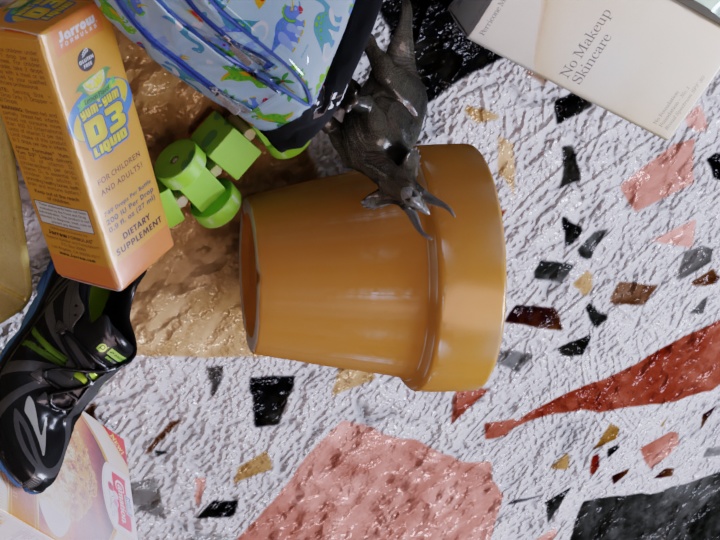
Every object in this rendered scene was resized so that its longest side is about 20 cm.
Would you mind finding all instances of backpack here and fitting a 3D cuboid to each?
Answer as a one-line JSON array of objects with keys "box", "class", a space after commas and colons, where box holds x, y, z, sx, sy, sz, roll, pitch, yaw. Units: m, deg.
[{"box": [-0.082, -0.192, 0.837, 0.200, 0.154, 0.163, 28, 75, -23], "class": "backpack"}]

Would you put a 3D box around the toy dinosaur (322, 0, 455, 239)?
[{"box": [0.013, -0.118, 0.953, 0.077, 0.200, 0.102, -24, 132, 32], "class": "toy dinosaur"}]

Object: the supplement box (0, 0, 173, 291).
[{"box": [-0.192, -0.087, 0.876, 0.067, 0.069, 0.200, -46, 135, -39], "class": "supplement box"}]

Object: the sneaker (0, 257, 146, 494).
[{"box": [-0.213, 0.064, 0.941, 0.071, 0.083, 0.200, 43, 57, -46], "class": "sneaker"}]

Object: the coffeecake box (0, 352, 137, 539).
[{"box": [-0.262, 0.165, 1.000, 0.073, 0.154, 0.200, -29, 138, 12], "class": "coffeecake box"}]

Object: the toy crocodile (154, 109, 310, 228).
[{"box": [-0.098, -0.099, 0.968, 0.200, 0.062, 0.068, -43, 136, -1], "class": "toy crocodile"}]

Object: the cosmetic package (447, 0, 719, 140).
[{"box": [0.183, -0.194, 1.009, 0.200, 0.073, 0.104, 21, 115, -22], "class": "cosmetic package"}]

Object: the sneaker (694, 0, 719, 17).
[{"box": [0.315, -0.243, 1.093, 0.200, 0.074, 0.118, -32, 130, 8], "class": "sneaker"}]

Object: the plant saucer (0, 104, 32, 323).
[{"box": [-0.319, -0.017, 0.857, 0.200, 0.048, 0.200, -36, 143, -40], "class": "plant saucer"}]

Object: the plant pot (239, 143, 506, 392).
[{"box": [0.000, 0.000, 1.028, 0.183, 0.200, 0.200, -2, 128, -11], "class": "plant pot"}]
